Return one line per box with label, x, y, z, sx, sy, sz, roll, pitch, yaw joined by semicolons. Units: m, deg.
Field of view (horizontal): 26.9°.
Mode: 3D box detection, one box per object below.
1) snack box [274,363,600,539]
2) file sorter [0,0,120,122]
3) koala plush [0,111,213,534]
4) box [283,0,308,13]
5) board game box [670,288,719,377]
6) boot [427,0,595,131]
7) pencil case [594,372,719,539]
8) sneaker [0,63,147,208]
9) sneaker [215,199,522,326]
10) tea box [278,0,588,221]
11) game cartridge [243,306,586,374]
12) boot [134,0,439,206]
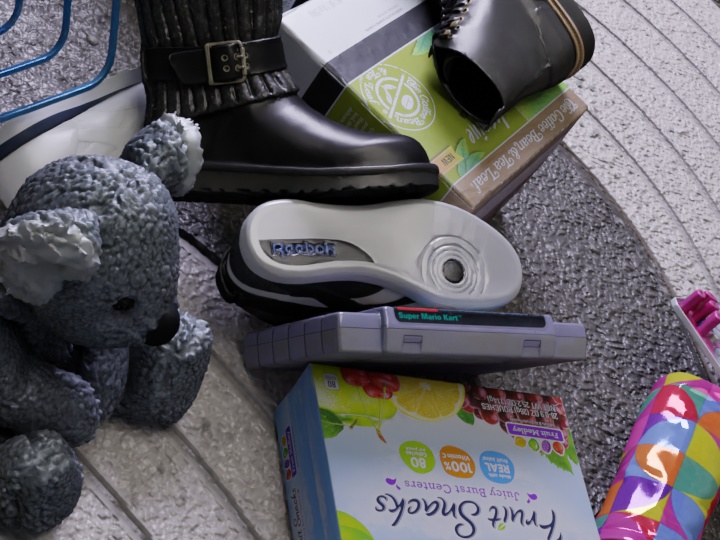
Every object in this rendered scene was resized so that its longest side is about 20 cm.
snack box;0.054;0.157;0.974;0.199;0.068;0.169;10;50;-26
file sorter;-0.264;-0.195;0.965;0.200;0.123;0.139;30;38;27
koala plush;-0.168;0.007;0.850;0.184;0.200;0.177;43;43;5
box;-0.108;-0.295;1.186;0.104;0.148;0.200;-10;60;-38
board game box;0.343;0.100;1.198;0.200;0.026;0.200;4;50;-59
boot;0.069;-0.202;1.090;0.200;0.078;0.138;44;46;7
pencil case;0.217;0.160;1.072;0.088;0.088;0.200;39;44;0
sneaker;-0.171;-0.087;1.033;0.200;0.076;0.081;-34;89;-42
sneaker;0.000;0.000;1.021;0.199;0.112;0.073;9;68;-21
tea box;0.030;-0.113;1.136;0.197;0.134;0.200;44;42;4
game cartridge;0.039;0.049;1.011;0.199;0.129;0.039;4;76;-33
boot;-0.049;-0.124;0.997;0.210;0.079;0.159;3;84;-3
